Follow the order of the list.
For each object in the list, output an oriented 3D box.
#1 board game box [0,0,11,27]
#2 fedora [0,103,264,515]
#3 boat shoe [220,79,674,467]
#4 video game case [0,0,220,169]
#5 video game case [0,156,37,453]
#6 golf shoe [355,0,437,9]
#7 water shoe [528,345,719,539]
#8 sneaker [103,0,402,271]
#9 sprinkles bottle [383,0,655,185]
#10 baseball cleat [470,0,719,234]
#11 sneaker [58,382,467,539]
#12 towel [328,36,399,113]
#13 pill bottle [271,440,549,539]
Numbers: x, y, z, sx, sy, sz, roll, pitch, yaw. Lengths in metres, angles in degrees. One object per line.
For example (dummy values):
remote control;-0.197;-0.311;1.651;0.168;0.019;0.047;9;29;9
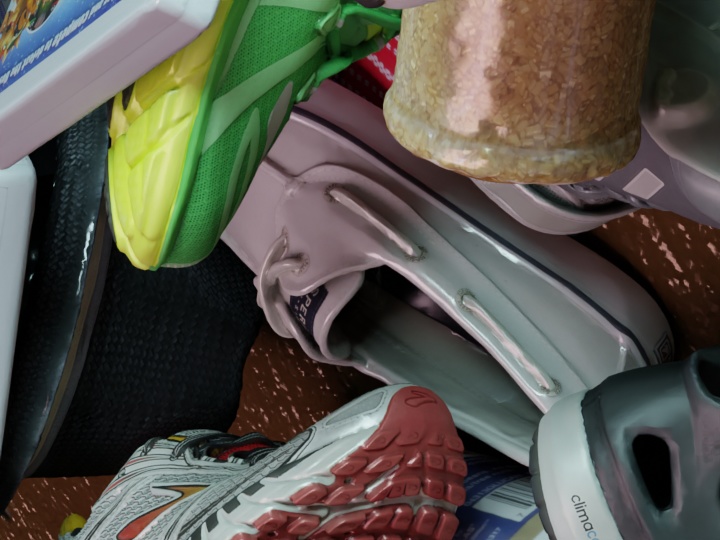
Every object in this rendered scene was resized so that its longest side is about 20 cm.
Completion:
board game box;-0.116;-0.140;0.991;0.200;0.040;0.153;11;125;59
fedora;-0.086;0.015;1.061;0.091;0.201;0.201;14;154;-15
boat shoe;0.000;0.000;0.949;0.200;0.066;0.072;33;143;12
video game case;-0.045;-0.134;0.798;0.018;0.200;0.143;26;157;-20
video game case;-0.151;0.012;1.010;0.182;0.024;0.200;-123;38;-54
golf shoe;0.090;-0.091;0.660;0.095;0.200;0.078;57;-164;-28
water shoe;0.130;0.106;0.897;0.079;0.072;0.200;-27;123;24
sneaker;-0.003;-0.084;0.786;0.083;0.200;0.074;29;178;-16
sprinkles bottle;0.048;-0.123;0.723;0.068;0.068;0.200;28;122;38
baseball cleat;0.085;-0.041;0.832;0.200;0.070;0.107;40;155;41
sneaker;-0.044;0.080;0.963;0.200;0.078;0.082;-34;54;41
towel;-0.030;-0.112;0.953;0.145;0.022;0.200;35;145;28
pill bottle;0.023;0.115;1.025;0.200;0.111;0.111;12;130;50
